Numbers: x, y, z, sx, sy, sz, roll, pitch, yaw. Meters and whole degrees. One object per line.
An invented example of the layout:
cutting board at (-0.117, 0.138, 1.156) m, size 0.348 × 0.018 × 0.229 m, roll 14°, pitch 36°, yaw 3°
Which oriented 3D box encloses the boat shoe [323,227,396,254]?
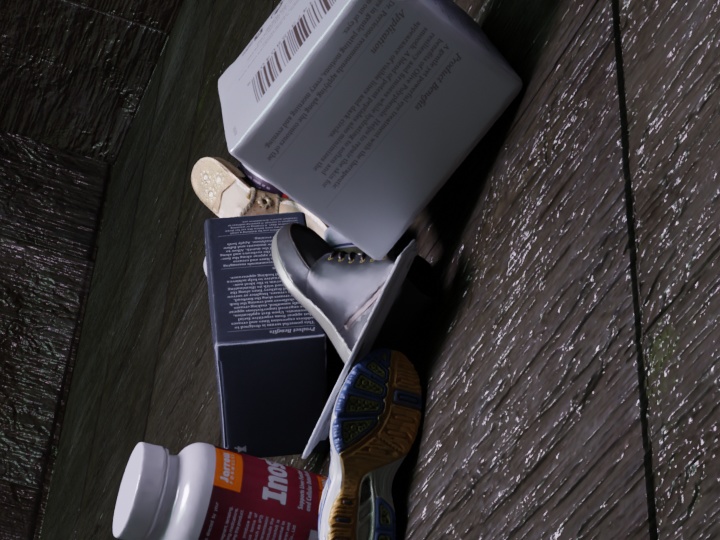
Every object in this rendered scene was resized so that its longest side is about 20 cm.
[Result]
boat shoe at (-0.006, -0.003, 1.568) m, size 0.200 × 0.071 × 0.063 m, roll 132°, pitch 135°, yaw -74°

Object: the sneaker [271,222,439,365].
sneaker at (0.000, 0.000, 1.441) m, size 0.200 × 0.074 × 0.107 m, roll 51°, pitch 120°, yaw 35°

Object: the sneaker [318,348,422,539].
sneaker at (-0.003, 0.165, 1.340) m, size 0.088 × 0.074 × 0.202 m, roll 133°, pitch 153°, yaw -66°

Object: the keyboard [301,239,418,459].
keyboard at (-0.001, 0.067, 1.353) m, size 0.202 × 0.011 × 0.056 m, roll -65°, pitch -12°, yaw 19°

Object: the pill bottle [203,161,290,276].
pill bottle at (-0.102, -0.069, 1.865) m, size 0.113 × 0.111 × 0.202 m, roll -110°, pitch 39°, yaw -66°

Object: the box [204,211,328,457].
box at (-0.094, 0.062, 1.594) m, size 0.201 × 0.105 × 0.150 m, roll -101°, pitch 9°, yaw -51°

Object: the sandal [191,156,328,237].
sandal at (-0.123, -0.058, 1.770) m, size 0.211 × 0.069 × 0.078 m, roll 35°, pitch 112°, yaw 28°

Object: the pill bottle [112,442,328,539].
pill bottle at (-0.112, 0.219, 1.428) m, size 0.113 × 0.198 × 0.114 m, roll -163°, pitch 90°, yaw -74°

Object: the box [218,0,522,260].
box at (0.002, -0.162, 1.396) m, size 0.200 × 0.171 × 0.200 m, roll -50°, pitch 21°, yaw 14°
